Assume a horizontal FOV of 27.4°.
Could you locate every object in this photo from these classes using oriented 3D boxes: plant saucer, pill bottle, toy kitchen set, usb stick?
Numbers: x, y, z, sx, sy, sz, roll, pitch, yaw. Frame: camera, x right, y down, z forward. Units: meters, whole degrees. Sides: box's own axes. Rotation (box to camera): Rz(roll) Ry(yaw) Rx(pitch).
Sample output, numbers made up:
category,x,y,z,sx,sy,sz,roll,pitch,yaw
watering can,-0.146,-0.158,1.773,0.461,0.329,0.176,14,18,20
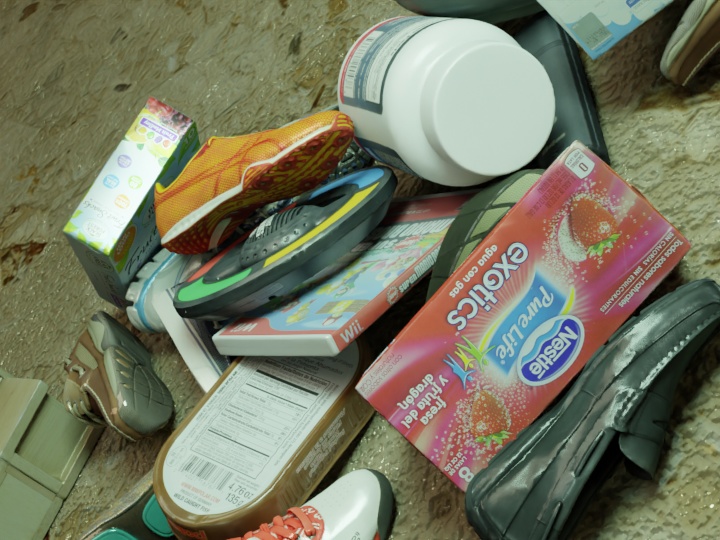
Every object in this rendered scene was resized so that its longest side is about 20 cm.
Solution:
category,x,y,z,sx,sy,sz,roll,pitch,yaw
plant saucer,0.116,-0.232,1.179,0.198,0.051,0.200,-15,16,4
pill bottle,0.064,-0.125,1.082,0.120,0.119,0.200,-51,20,-2
toy kitchen set,-0.378,0.167,1.339,0.199,0.163,0.181,-2,55,52
usb stick,0.145,-0.127,1.094,0.055,0.033,0.201,-35,35,24

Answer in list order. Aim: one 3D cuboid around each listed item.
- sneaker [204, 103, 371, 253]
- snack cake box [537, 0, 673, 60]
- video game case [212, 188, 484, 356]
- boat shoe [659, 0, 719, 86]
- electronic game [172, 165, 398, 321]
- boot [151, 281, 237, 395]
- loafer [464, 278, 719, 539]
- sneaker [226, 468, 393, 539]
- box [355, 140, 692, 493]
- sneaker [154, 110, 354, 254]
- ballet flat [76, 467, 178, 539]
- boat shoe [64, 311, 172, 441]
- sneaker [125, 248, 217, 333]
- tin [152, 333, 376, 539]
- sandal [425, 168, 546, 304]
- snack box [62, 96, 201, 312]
category,x,y,z,sx,sy,sz,roll,pitch,yaw
sneaker,-0.079,-0.079,1.282,0.199,0.078,0.085,-28,15,-7
snack cake box,0.208,-0.246,1.037,0.115,0.067,0.200,-37,13,43
video game case,0.000,0.000,1.087,0.142,0.018,0.200,-4,30,50
boat shoe,0.269,-0.190,0.957,0.200,0.072,0.076,-54,1,39
electronic game,-0.058,-0.023,1.139,0.199,0.042,0.200,-30,13,8
boot,-0.097,0.058,1.184,0.090,0.073,0.200,-31,43,-7
loafer,0.147,0.090,0.844,0.201,0.068,0.070,-46,65,-3
sneaker,-0.071,0.196,0.961,0.202,0.108,0.067,-52,31,-2
box,0.098,0.027,0.900,0.200,0.095,0.100,-48,-4,4
sneaker,-0.092,-0.083,1.160,0.199,0.073,0.078,-26,68,28
ballet flat,-0.166,0.197,1.141,0.200,0.068,0.067,-42,12,5
boat shoe,-0.214,0.104,1.268,0.072,0.076,0.200,-46,21,2
sneaker,-0.123,-0.023,1.314,0.086,0.075,0.201,16,73,43
tin,-0.065,0.111,1.052,0.111,0.042,0.200,20,57,32
sandal,0.084,0.025,0.999,0.080,0.057,0.202,27,94,53
snack box,-0.195,-0.051,1.333,0.143,0.053,0.200,-61,-8,-16
